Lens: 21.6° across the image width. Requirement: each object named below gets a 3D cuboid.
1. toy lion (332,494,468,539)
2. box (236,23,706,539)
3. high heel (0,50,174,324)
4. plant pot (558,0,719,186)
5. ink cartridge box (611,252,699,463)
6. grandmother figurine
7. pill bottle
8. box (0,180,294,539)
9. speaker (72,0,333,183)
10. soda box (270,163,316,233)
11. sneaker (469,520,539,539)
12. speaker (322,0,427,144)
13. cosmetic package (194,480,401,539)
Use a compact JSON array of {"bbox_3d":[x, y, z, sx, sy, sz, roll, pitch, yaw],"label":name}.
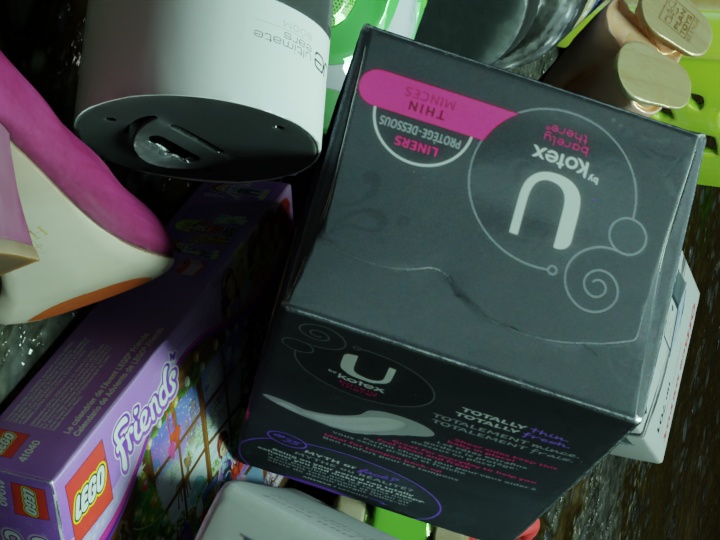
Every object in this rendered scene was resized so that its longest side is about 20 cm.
[{"bbox_3d":[0.028,0.075,0.953,0.200,0.068,0.193,89,11,-78],"label":"toy lion"},{"bbox_3d":[0.031,0.015,0.677,0.200,0.121,0.107,113,-6,-70],"label":"box"},{"bbox_3d":[-0.107,-0.039,0.580,0.200,0.067,0.097,54,16,-83],"label":"high heel"},{"bbox_3d":[0.242,-0.186,1.285,0.182,0.197,0.201,53,51,-56],"label":"plant pot"},{"bbox_3d":[0.188,0.048,1.399,0.200,0.085,0.148,44,58,-65],"label":"ink cartridge box"},{"bbox_3d":[0.104,-0.085,0.995,0.122,0.060,0.200,-55,-168,-32],"label":"grandmother figurine"},{"bbox_3d":[0.070,-0.161,0.923,0.200,0.111,0.113,-45,141,-59],"label":"pill bottle"},{"bbox_3d":[-0.077,0.071,0.728,0.200,0.039,0.138,-56,149,-50],"label":"box"},{"bbox_3d":[-0.044,-0.132,0.612,0.081,0.080,0.202,47,46,-66],"label":"speaker"},{"bbox_3d":[0.042,-0.037,0.852,0.199,0.063,0.071,18,65,-50],"label":"soda box"},{"bbox_3d":[0.060,0.227,1.125,0.077,0.084,0.202,43,59,-67],"label":"sneaker"},{"bbox_3d":[-0.011,-0.151,0.736,0.088,0.088,0.202,18,82,-70],"label":"speaker"},{"bbox_3d":[-0.009,0.202,0.702,0.165,0.164,0.201,48,66,-81],"label":"cosmetic package"}]
